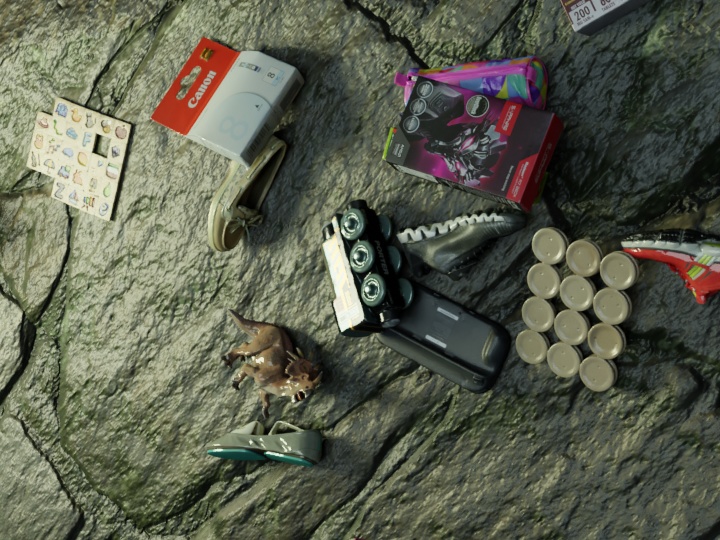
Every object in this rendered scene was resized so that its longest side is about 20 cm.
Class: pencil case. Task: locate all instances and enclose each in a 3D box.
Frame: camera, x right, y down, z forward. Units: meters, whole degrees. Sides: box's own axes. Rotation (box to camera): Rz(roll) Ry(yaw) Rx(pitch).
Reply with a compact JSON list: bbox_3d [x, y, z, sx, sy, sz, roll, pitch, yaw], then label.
[{"bbox_3d":[0.151,-0.241,1.600,0.200,0.088,0.089,-2,94,25],"label":"pencil case"}]

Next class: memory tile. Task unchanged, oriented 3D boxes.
[{"bbox_3d":[0.286,0.052,1.568,0.153,0.017,0.200,21,116,31],"label":"memory tile"}]

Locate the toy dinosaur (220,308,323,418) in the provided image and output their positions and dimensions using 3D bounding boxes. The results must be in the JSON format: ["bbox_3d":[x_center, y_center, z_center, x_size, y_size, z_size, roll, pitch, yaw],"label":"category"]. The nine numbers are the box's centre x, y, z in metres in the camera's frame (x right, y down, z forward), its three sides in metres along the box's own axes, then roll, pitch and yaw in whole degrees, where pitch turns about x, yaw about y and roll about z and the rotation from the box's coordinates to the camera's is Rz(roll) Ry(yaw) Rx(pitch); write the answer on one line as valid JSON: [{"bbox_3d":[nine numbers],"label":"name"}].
[{"bbox_3d":[-0.128,0.132,1.791,0.135,0.086,0.200,-32,63,16],"label":"toy dinosaur"}]

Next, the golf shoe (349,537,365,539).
[{"bbox_3d":[0.023,0.483,1.743,0.200,0.075,0.092,47,110,16],"label":"golf shoe"}]

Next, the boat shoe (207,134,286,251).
[{"bbox_3d":[-0.174,-0.115,1.793,0.063,0.073,0.200,27,106,26],"label":"boat shoe"}]

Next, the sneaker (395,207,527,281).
[{"bbox_3d":[0.145,-0.034,1.637,0.200,0.066,0.091,-11,92,32],"label":"sneaker"}]

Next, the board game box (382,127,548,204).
[{"bbox_3d":[0.142,-0.142,1.606,0.200,0.102,0.048,22,105,25],"label":"board game box"}]

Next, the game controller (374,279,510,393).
[{"bbox_3d":[0.114,0.092,1.684,0.200,0.042,0.104,27,92,23],"label":"game controller"}]

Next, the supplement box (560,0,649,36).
[{"bbox_3d":[0.290,-0.418,1.526,0.109,0.061,0.200,-28,80,28],"label":"supplement box"}]

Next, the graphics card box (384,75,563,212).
[{"bbox_3d":[0.144,-0.164,1.522,0.200,0.051,0.126,21,86,25],"label":"graphics card box"}]

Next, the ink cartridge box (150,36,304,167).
[{"bbox_3d":[-0.207,-0.264,1.778,0.200,0.047,0.160,27,80,22],"label":"ink cartridge box"}]

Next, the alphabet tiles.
[{"bbox_3d":[-0.477,-0.192,1.987,0.200,0.008,0.167,22,105,25],"label":"alphabet tiles"}]

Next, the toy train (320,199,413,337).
[{"bbox_3d":[0.000,0.000,1.692,0.114,0.085,0.200,-34,63,35],"label":"toy train"}]

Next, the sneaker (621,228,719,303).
[{"bbox_3d":[0.421,-0.002,1.488,0.200,0.077,0.085,13,109,29],"label":"sneaker"}]

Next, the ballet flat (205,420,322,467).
[{"bbox_3d":[-0.146,0.264,1.828,0.200,0.067,0.064,0,67,27],"label":"ballet flat"}]
